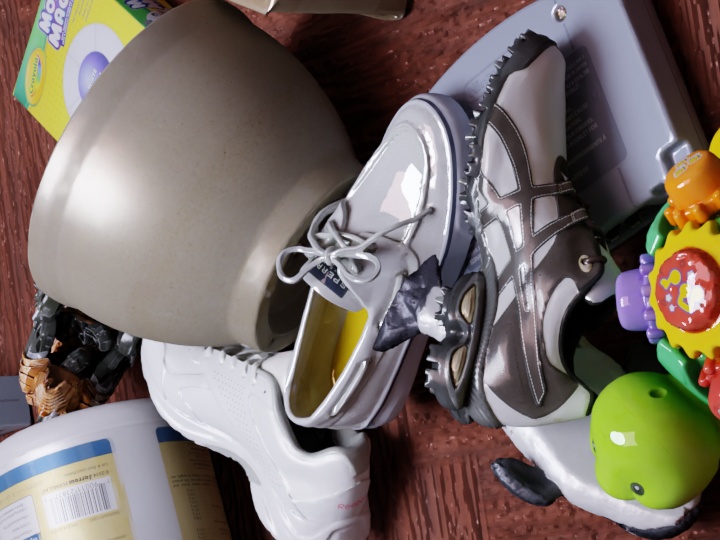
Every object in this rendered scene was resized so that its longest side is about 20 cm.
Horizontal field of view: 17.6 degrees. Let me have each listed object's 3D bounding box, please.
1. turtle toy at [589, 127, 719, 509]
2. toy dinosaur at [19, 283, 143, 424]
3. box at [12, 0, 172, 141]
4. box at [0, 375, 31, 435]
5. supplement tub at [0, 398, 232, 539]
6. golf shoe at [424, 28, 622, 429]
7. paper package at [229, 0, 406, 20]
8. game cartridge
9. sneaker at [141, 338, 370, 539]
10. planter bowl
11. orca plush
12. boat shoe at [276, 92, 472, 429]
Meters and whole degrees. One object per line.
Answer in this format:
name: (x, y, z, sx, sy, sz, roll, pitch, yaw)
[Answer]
turtle toy: (0.175, 0.026, 1.091, 0.146, 0.101, 0.201, 45, 125, 38)
toy dinosaur: (-0.172, 0.050, 1.475, 0.136, 0.102, 0.200, -63, 24, 10)
box: (-0.160, -0.128, 1.516, 0.200, 0.048, 0.118, 45, 124, 40)
box: (-0.355, 0.118, 1.678, 0.200, 0.155, 0.041, -24, 72, 48)
supplement tub: (-0.147, 0.194, 1.446, 0.144, 0.144, 0.201, -31, 69, 46)
golf shoe: (0.095, -0.018, 1.162, 0.094, 0.078, 0.201, 7, 85, 19)
paper package: (-0.049, -0.260, 1.332, 0.190, 0.103, 0.201, 27, 113, 46)
game cartridge: (0.096, -0.065, 1.229, 0.200, 0.040, 0.134, -36, 69, 44)
sneaker: (-0.054, 0.072, 1.377, 0.200, 0.078, 0.100, 42, 133, 28)
planter bowl: (-0.075, -0.037, 1.329, 0.134, 0.200, 0.201, 31, 118, 19)
orca plush: (0.095, 0.080, 1.210, 0.199, 0.105, 0.071, 24, 156, 20)
boat shoe: (-0.003, -0.002, 1.257, 0.075, 0.086, 0.203, 43, 125, 39)
